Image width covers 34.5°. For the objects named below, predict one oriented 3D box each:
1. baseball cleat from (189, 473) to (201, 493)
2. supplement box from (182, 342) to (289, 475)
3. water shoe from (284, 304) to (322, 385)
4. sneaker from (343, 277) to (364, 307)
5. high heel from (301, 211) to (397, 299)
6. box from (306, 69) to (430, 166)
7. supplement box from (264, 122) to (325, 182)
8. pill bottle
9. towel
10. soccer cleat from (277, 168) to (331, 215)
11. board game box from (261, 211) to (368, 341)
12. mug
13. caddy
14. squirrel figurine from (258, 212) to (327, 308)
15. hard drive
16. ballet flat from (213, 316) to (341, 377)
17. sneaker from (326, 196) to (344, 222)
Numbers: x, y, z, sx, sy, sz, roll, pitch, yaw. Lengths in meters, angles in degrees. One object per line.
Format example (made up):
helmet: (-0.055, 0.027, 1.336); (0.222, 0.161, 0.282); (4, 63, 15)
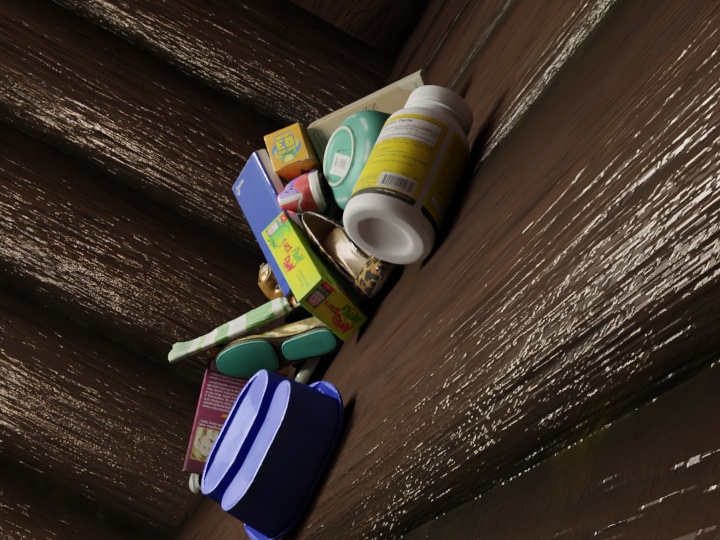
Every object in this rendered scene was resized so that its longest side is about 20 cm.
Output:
baseball cleat: (-0.375, 0.469, 2.952); (0.106, 0.069, 0.202); (-39, 33, 59)
supplement box: (-0.193, 0.225, 1.830); (0.103, 0.129, 0.202); (-168, 92, -85)
water shoe: (-0.088, 0.104, 1.835); (0.072, 0.078, 0.201); (107, -178, -47)
sneaker: (-0.032, 0.034, 1.737); (0.080, 0.077, 0.200); (-61, 19, 2)
high heel: (-0.023, -0.030, 1.569); (0.072, 0.142, 0.200); (-51, 4, -4)
box: (0.026, -0.226, 1.806); (0.198, 0.096, 0.078); (-25, 12, 13)
supplement box: (-0.087, -0.175, 1.858); (0.066, 0.070, 0.200); (-20, -10, 10)
pill bottle: (0.063, -0.117, 1.369); (0.201, 0.112, 0.113); (-65, 6, -30)
towel: (-0.201, 0.090, 1.804); (0.198, 0.024, 0.153); (-23, 4, -5)
soccer cleat: (-0.086, -0.115, 1.756); (0.200, 0.072, 0.069); (-106, 0, -86)
board game box: (-0.067, 0.006, 1.628); (0.048, 0.102, 0.200); (-43, 34, 7)
mug: (0.023, -0.162, 1.669); (0.185, 0.113, 0.153); (-50, 40, 43)
caddy: (-0.094, 0.213, 1.345); (0.141, 0.104, 0.202); (14, 76, 61)
squirrel figurine: (-0.079, -0.023, 1.953); (0.141, 0.198, 0.189); (10, 84, 63)
hard drive: (-0.135, -0.073, 1.829); (0.025, 0.201, 0.132); (-21, -13, -29)
ballet flat: (-0.122, 0.113, 1.756); (0.071, 0.198, 0.072); (-14, -90, -82)
sneaker: (0.026, -0.099, 1.811); (0.199, 0.083, 0.122); (-20, 74, 36)
